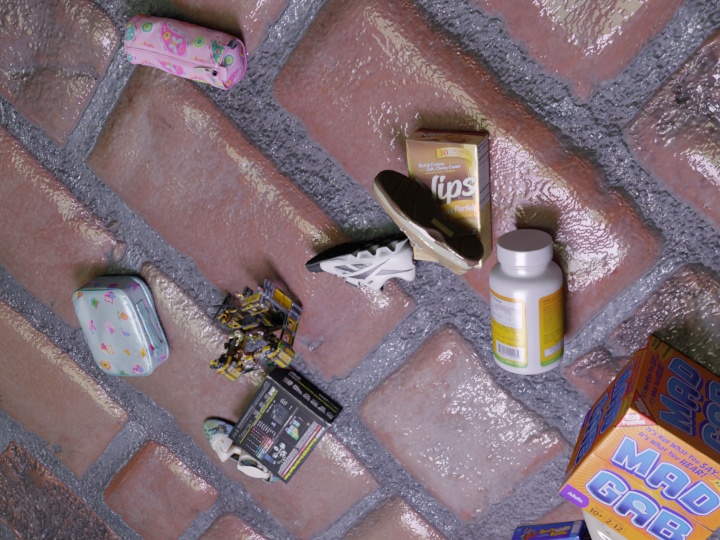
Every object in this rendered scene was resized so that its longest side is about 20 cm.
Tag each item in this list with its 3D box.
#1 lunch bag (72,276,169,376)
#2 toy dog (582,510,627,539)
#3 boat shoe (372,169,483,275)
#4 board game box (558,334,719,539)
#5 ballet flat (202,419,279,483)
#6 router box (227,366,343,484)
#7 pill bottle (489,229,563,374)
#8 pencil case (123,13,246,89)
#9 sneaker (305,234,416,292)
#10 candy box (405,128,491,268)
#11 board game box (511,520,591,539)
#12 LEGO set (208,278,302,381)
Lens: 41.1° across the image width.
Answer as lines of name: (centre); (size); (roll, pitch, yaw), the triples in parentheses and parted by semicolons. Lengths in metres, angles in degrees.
lunch bag: (-0.462, 0.111, 1.877); (0.159, 0.077, 0.202); (-4, 114, 27)
toy dog: (0.420, 0.444, 1.571); (0.192, 0.140, 0.202); (13, 123, 23)
boat shoe: (0.089, -0.064, 1.441); (0.200, 0.072, 0.076); (44, 145, 3)
board game box: (0.445, 0.265, 1.418); (0.199, 0.200, 0.201); (33, 126, 6)
ballet flat: (-0.240, 0.361, 1.905); (0.198, 0.074, 0.075); (23, 124, 15)
router box: (-0.144, 0.289, 1.817); (0.149, 0.062, 0.201); (38, 125, 5)
pill bottle: (0.252, 0.045, 1.454); (0.110, 0.111, 0.202); (6, 118, 24)
pencil case: (-0.279, -0.349, 1.528); (0.198, 0.087, 0.088); (20, 124, 18)
sneaker: (0.000, 0.000, 1.581); (0.198, 0.074, 0.089); (-7, 111, 30)
candy box: (0.136, -0.110, 1.463); (0.114, 0.055, 0.202); (8, 120, 25)
board game box: (0.367, 0.545, 1.708); (0.133, 0.045, 0.201); (-15, 108, 32)
LEGO set: (-0.203, 0.101, 1.689); (0.199, 0.155, 0.116); (-11, 139, 43)
